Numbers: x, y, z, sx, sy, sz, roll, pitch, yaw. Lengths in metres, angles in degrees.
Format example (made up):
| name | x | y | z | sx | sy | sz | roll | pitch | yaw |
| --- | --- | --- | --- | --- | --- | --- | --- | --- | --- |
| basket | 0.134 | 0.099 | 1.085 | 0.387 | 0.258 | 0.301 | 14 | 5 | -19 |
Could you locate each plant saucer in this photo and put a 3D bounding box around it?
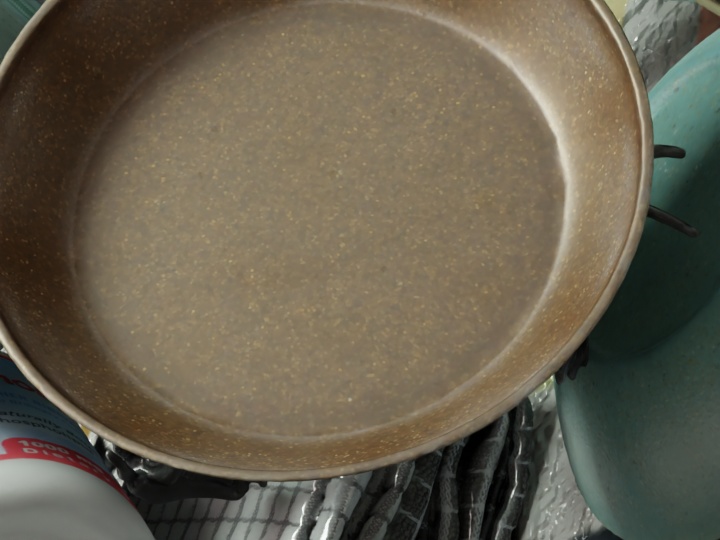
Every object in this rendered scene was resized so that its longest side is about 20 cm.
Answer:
| name | x | y | z | sx | sy | sz | roll | pitch | yaw |
| --- | --- | --- | --- | --- | --- | --- | --- | --- | --- |
| plant saucer | -0.014 | -0.024 | 0.795 | 0.037 | 0.200 | 0.201 | 73 | -153 | -60 |
| plant saucer | 0.111 | -0.013 | 0.857 | 0.201 | 0.039 | 0.201 | -47 | 28 | 35 |

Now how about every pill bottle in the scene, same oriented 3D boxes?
| name | x | y | z | sx | sy | sz | roll | pitch | yaw |
| --- | --- | --- | --- | --- | --- | --- | --- | --- | --- |
| pill bottle | -0.143 | 0.089 | 0.981 | 0.109 | 0.109 | 0.200 | -61 | 25 | 6 |

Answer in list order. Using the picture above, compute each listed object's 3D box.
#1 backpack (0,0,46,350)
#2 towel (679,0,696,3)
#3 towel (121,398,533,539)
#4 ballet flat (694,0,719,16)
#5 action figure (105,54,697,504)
| name | x | y | z | sx | sy | sz | roll | pitch | yaw |
| --- | --- | --- | --- | --- | --- | --- | --- | --- | --- |
| backpack | -0.168 | -0.062 | 0.932 | 0.153 | 0.200 | 0.176 | -38 | 3 | 2 |
| towel | 0.045 | -0.165 | 0.873 | 0.171 | 0.200 | 0.048 | 4 | 53 | 19 |
| towel | -0.029 | 0.123 | 0.958 | 0.165 | 0.085 | 0.200 | -13 | 53 | 59 |
| ballet flat | 0.122 | -0.100 | 0.788 | 0.070 | 0.200 | 0.070 | -53 | -13 | -18 |
| action figure | 0.000 | 0.000 | 0.854 | 0.200 | 0.102 | 0.119 | -27 | 48 | 23 |
